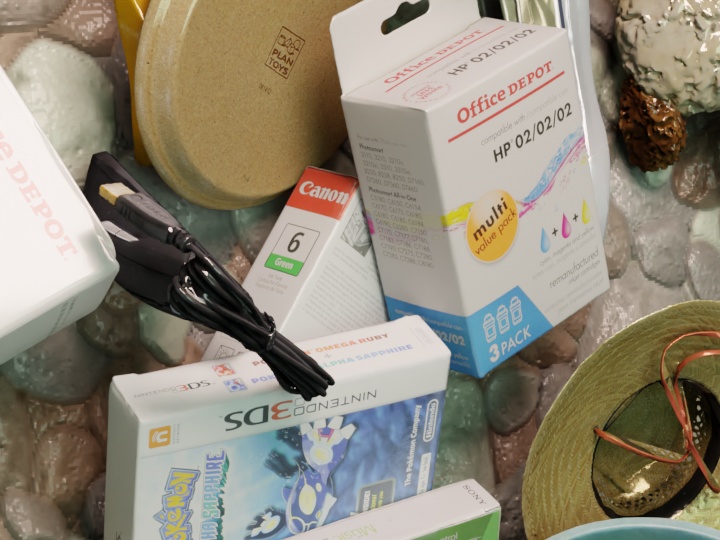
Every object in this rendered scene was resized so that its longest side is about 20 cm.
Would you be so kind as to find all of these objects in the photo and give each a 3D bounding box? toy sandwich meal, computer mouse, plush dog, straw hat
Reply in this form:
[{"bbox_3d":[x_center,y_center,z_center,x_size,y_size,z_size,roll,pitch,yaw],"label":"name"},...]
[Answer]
[{"bbox_3d":[-0.065,-0.133,1.155,0.205,0.070,0.206,-27,129,-39],"label":"toy sandwich meal"},{"bbox_3d":[-0.105,-0.007,1.066,0.046,0.200,0.140,-45,141,-2],"label":"computer mouse"},{"bbox_3d":[0.236,-0.137,1.285,0.171,0.160,0.201,9,88,-4],"label":"plush dog"},{"bbox_3d":[0.170,0.102,1.275,0.200,0.085,0.202,-6,109,-18],"label":"straw hat"}]

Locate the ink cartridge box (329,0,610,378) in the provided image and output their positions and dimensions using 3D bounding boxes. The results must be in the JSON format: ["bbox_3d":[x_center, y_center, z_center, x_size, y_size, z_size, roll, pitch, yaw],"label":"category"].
[{"bbox_3d":[0.061,-0.059,1.151,0.115,0.068,0.201,-32,121,-35],"label":"ink cartridge box"}]

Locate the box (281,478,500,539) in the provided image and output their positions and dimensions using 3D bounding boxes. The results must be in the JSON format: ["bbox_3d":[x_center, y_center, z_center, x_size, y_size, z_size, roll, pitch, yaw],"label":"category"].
[{"bbox_3d":[0.005,0.221,1.179,0.144,0.036,0.201,-15,126,-26],"label":"box"}]

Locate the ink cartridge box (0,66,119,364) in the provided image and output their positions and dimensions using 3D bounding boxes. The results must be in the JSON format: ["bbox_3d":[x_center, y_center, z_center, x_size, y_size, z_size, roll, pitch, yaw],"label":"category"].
[{"bbox_3d":[-0.241,-0.004,1.040,0.199,0.084,0.146,-30,83,-23],"label":"ink cartridge box"}]

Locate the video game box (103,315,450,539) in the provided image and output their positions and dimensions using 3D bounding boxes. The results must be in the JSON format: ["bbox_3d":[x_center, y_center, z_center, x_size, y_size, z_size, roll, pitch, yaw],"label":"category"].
[{"bbox_3d":[-0.048,0.132,1.143,0.181,0.047,0.201,-10,124,-24],"label":"video game box"}]

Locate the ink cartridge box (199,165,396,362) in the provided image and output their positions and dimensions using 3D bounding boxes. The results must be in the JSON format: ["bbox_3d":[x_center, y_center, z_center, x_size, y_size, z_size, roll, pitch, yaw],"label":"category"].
[{"bbox_3d":[0.000,0.000,1.192,0.109,0.050,0.201,39,73,-42],"label":"ink cartridge box"}]

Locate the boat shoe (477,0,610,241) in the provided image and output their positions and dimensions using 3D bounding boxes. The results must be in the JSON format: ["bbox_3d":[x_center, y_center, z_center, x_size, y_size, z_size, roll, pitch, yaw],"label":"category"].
[{"bbox_3d":[0.102,-0.096,1.254,0.062,0.072,0.201,-4,83,-17],"label":"boat shoe"}]

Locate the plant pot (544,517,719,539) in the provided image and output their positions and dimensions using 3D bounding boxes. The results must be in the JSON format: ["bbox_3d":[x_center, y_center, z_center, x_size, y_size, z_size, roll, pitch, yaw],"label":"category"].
[{"bbox_3d":[0.158,0.278,1.198,0.199,0.200,0.197,-22,136,-25],"label":"plant pot"}]
